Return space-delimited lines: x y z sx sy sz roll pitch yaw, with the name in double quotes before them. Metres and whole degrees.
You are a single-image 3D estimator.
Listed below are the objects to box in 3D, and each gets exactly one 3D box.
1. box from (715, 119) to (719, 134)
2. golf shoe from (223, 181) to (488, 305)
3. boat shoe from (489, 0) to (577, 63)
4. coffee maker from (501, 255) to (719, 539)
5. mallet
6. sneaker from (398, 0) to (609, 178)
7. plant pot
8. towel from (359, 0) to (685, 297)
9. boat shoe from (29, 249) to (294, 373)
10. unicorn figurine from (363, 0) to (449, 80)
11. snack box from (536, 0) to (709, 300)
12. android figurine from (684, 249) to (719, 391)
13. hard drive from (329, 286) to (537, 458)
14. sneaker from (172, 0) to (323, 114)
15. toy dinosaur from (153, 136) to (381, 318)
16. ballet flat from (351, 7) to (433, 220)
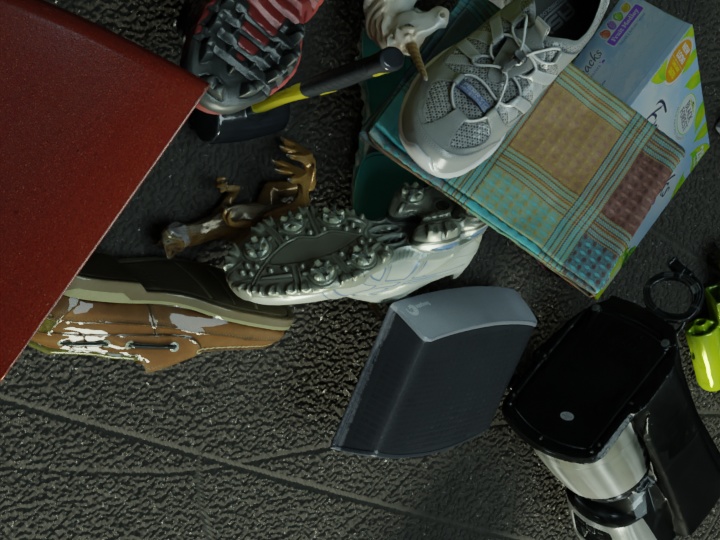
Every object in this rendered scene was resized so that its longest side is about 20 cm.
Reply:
"box" 0.443 -0.089 1.533 0.200 0.176 0.097 42 79 -39
"golf shoe" 0.000 0.000 1.236 0.200 0.078 0.097 -14 141 -19
"boat shoe" 0.134 -0.152 1.348 0.071 0.069 0.200 -17 116 -33
"coffee maker" 0.235 0.128 1.459 0.192 0.135 0.200 -32 138 2
"mallet" -0.031 -0.121 1.161 0.066 0.200 0.041 -15 93 -43
"sneaker" 0.099 -0.146 1.188 0.075 0.082 0.200 41 66 -1
"plant pot" -0.225 -0.068 1.022 0.176 0.200 0.200 35 82 -8
"towel" 0.118 -0.092 1.232 0.200 0.022 0.147 35 67 -1
"boat shoe" -0.142 0.032 1.212 0.200 0.072 0.068 12 110 -32
"unicorn figurine" 0.037 -0.238 1.229 0.137 0.074 0.200 -33 86 -15
"snack box" 0.196 -0.093 1.370 0.169 0.068 0.200 -52 156 -11
"android figurine" 0.385 0.053 1.597 0.182 0.041 0.200 -20 120 -4
"hard drive" 0.063 0.080 1.339 0.200 0.042 0.135 -4 121 -59
"sneaker" -0.081 -0.152 1.135 0.071 0.098 0.201 42 36 -18
"toy dinosaur" -0.057 -0.035 1.266 0.200 0.060 0.106 9 121 -32
"ballet flat" 0.035 -0.100 1.299 0.072 0.072 0.200 -11 113 -34
